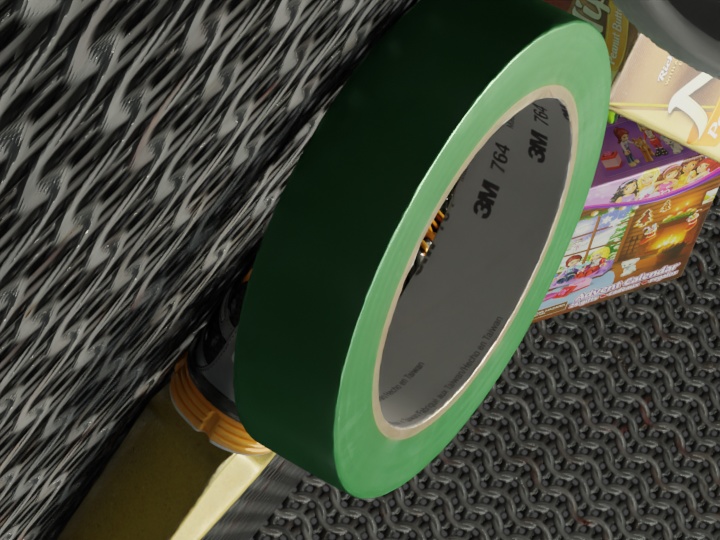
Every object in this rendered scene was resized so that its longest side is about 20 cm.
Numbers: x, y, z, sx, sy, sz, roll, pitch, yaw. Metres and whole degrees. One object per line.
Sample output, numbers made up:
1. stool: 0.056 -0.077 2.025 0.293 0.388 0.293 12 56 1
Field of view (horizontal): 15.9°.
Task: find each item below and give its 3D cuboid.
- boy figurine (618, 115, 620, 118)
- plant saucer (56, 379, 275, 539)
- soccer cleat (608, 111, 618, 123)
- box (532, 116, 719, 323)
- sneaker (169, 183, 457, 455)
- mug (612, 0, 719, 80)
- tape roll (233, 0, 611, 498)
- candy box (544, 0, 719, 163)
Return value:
1. boy figurine: 0.063 -0.035 1.446 0.124 0.065 0.200 1 139 -42
2. plant saucer: -0.071 0.078 1.208 0.200 0.048 0.200 -47 175 -47
3. soccer cleat: 0.152 -0.144 1.395 0.200 0.081 0.068 -47 175 -44
4. box: 0.093 -0.018 1.385 0.199 0.039 0.137 -17 152 -17
5. sneaker: 0.000 0.000 1.096 0.200 0.078 0.077 -47 168 -44
6. mug: 0.161 -0.118 0.904 0.147 0.200 0.175 -39 -174 3
7. tape roll: 0.026 -0.012 0.989 0.201 0.048 0.201 -49 155 -33
8. candy box: 0.148 -0.118 1.155 0.200 0.055 0.116 14 102 -63
